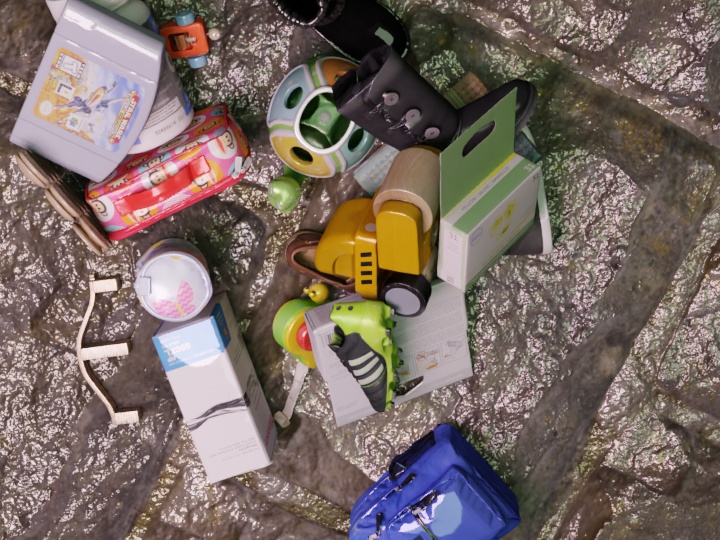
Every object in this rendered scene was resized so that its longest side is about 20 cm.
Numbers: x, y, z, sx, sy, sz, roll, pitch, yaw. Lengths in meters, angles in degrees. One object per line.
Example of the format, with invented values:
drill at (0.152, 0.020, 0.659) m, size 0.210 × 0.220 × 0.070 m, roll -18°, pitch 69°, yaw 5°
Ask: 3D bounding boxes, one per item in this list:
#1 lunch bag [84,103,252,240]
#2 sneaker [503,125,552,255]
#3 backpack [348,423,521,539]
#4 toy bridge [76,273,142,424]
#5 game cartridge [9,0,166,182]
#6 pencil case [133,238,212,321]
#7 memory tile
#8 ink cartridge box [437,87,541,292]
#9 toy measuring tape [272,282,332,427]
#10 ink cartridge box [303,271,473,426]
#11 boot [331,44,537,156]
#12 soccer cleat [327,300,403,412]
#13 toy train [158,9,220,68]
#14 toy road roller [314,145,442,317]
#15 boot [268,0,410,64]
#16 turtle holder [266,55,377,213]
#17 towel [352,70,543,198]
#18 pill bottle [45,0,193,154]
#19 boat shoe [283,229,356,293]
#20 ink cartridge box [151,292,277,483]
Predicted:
lunch bag at (-0.230, -0.118, 1.523) m, size 0.200 × 0.176 × 0.082 m, roll -26°, pitch 111°, yaw 4°
sneaker at (0.174, -0.105, 1.591) m, size 0.099 × 0.071 × 0.200 m, roll -14°, pitch 105°, yaw -4°
backpack at (0.080, 0.319, 1.624) m, size 0.200 × 0.168 × 0.163 m, roll -40°, pitch 92°, yaw 10°
toy bridge at (-0.331, 0.102, 1.640) m, size 0.067 × 0.027 × 0.200 m, roll -8°, pitch 100°, yaw 1°
game cartridge at (-0.303, -0.198, 1.438) m, size 0.133 × 0.042 × 0.200 m, roll 27°, pitch 121°, yaw -8°
pencil case at (-0.228, 0.008, 1.541) m, size 0.091 × 0.200 × 0.083 m, roll 17°, pitch 93°, yaw -12°
memory tile at (-0.351, -0.084, 1.518) m, size 0.017 × 0.200 × 0.153 m, roll -42°, pitch 101°, yaw -3°
ink cartridge box at (0.148, -0.090, 1.452) m, size 0.048 × 0.200 × 0.146 m, roll 33°, pitch 57°, yaw 25°
toy measuring tape at (-0.090, 0.106, 1.625) m, size 0.074 × 0.074 × 0.200 m, roll 20°, pitch 103°, yaw -5°
ink cartridge box at (0.041, 0.094, 1.614) m, size 0.200 × 0.044 × 0.174 m, roll -20°, pitch 132°, yaw -10°
boot at (0.088, -0.202, 1.470) m, size 0.200 × 0.066 × 0.165 m, roll 34°, pitch 106°, yaw -33°
soccer cleat at (0.006, 0.102, 1.541) m, size 0.081 × 0.068 × 0.200 m, roll 6°, pitch 141°, yaw 12°
toy train at (-0.258, -0.336, 1.535) m, size 0.150 × 0.056 × 0.200 m, roll -12°, pitch 121°, yaw 11°
toy road roller at (0.023, -0.050, 1.489) m, size 0.146 × 0.123 × 0.200 m, roll 12°, pitch 136°, yaw 13°
boot at (-0.032, -0.307, 1.504) m, size 0.211 × 0.158 × 0.079 m, roll 30°, pitch 98°, yaw -6°
turtle holder at (-0.058, -0.174, 1.542) m, size 0.185 × 0.132 × 0.141 m, roll -32°, pitch 100°, yaw 4°
towel at (0.107, -0.130, 1.575) m, size 0.200 × 0.022 × 0.147 m, roll -41°, pitch 80°, yaw 15°
pill bottle at (-0.283, -0.248, 1.492) m, size 0.114 × 0.114 × 0.200 m, roll -20°, pitch 121°, yaw 2°
boat shoe at (0.000, -0.001, 1.609) m, size 0.200 × 0.068 × 0.072 m, roll 13°, pitch 100°, yaw -4°
ink cartridge box at (-0.178, 0.145, 1.592) m, size 0.084 × 0.145 × 0.200 m, roll -19°, pitch 100°, yaw 4°
